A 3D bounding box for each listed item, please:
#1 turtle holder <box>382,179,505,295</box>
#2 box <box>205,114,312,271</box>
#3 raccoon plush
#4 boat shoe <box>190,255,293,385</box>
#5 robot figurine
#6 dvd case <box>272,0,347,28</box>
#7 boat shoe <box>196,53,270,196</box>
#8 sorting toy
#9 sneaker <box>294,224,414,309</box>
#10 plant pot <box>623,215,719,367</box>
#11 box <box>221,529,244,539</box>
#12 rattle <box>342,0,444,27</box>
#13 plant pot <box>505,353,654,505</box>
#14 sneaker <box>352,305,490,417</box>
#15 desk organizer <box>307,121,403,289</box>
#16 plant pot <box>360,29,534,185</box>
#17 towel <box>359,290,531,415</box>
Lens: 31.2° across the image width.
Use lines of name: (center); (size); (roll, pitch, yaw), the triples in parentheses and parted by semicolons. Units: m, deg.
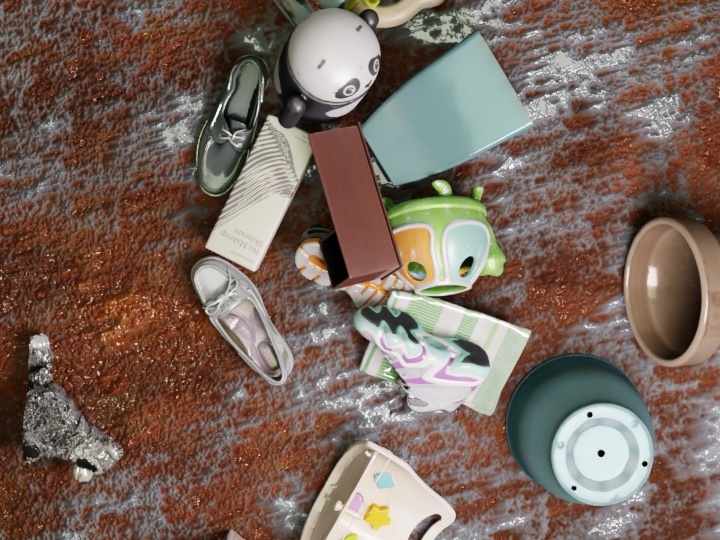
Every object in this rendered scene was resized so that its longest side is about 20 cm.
turtle holder: (0.108, -0.034, 1.728); (0.140, 0.185, 0.133); (-11, 76, 16)
box: (-0.132, -0.105, 1.750); (0.082, 0.068, 0.201); (25, 94, -3)
raccoon plush: (-0.389, 0.189, 1.764); (0.133, 0.097, 0.201); (2, 95, -9)
boat shoe: (-0.161, 0.069, 1.767); (0.074, 0.065, 0.203); (-32, 95, 1)
robot figurine: (-0.043, -0.260, 1.669); (0.124, 0.200, 0.151); (1, 81, -13)
dvd case: (-0.078, -0.387, 1.665); (0.022, 0.200, 0.146); (-41, 96, -21)
boat shoe: (-0.175, -0.196, 1.743); (0.072, 0.062, 0.201); (20, 94, -3)
sorting toy: (0.031, 0.349, 1.787); (0.179, 0.107, 0.201); (29, 93, -11)
sneaker: (0.000, 0.000, 1.762); (0.200, 0.077, 0.078); (34, 115, -22)
plant pot: (0.477, 0.024, 1.729); (0.174, 0.200, 0.202); (-2, 96, -18)
box: (-0.143, 0.472, 1.786); (0.200, 0.101, 0.113); (40, 93, -5)
rattle: (0.064, -0.402, 1.690); (0.199, 0.143, 0.131); (0, 59, 7)
plant pot: (0.305, 0.225, 1.732); (0.199, 0.188, 0.201); (0, 95, -1)
sneaker: (0.060, 0.139, 1.733); (0.199, 0.078, 0.140); (25, 119, -8)
desk organizer: (-0.019, -0.082, 1.681); (0.077, 0.072, 0.201); (-13, 81, -25)
plant pot: (0.108, -0.204, 1.714); (0.199, 0.141, 0.142); (-32, 95, 9)
towel: (0.113, 0.112, 1.769); (0.199, 0.023, 0.153); (19, 121, -4)
